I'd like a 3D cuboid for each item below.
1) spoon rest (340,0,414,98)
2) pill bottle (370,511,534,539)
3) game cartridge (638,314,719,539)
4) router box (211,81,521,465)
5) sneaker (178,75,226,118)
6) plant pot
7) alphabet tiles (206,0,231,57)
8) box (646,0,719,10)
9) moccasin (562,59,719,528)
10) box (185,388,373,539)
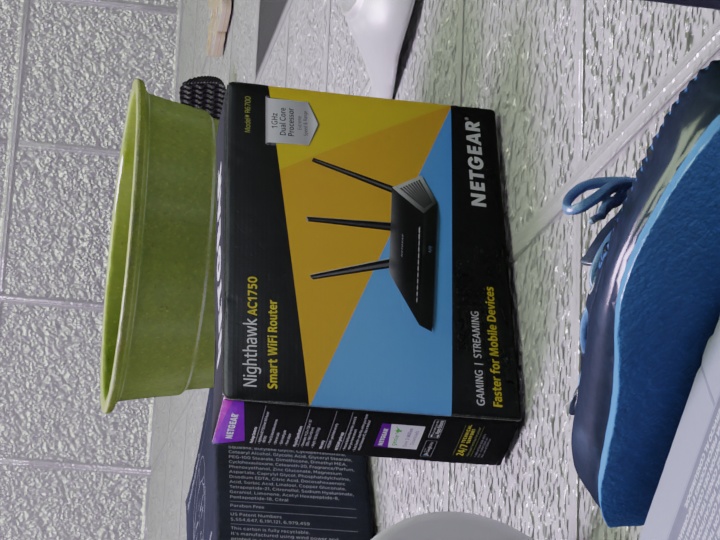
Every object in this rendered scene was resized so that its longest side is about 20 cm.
[{"bbox_3d":[0.005,-0.154,1.430,0.099,0.060,0.200,-101,32,-54],"label":"spoon rest"},{"bbox_3d":[0.025,0.203,0.926,0.200,0.112,0.112,107,165,-51],"label":"pill bottle"},{"bbox_3d":[0.120,0.116,0.655,0.133,0.040,0.200,-92,12,-54],"label":"game cartridge"},{"bbox_3d":[0.000,0.000,1.069,0.051,0.149,0.200,107,164,-52],"label":"router box"},{"bbox_3d":[-0.178,-0.129,2.424,0.090,0.070,0.200,84,-176,-53],"label":"sneaker"},{"bbox_3d":[-0.053,-0.006,1.256,0.200,0.189,0.201,-175,90,-79],"label":"plant pot"},{"bbox_3d":[-0.176,-0.375,2.653,0.196,0.015,0.200,110,163,-54],"label":"alphabet tiles"},{"bbox_3d":[0.124,-0.185,0.588,0.200,0.104,0.183,147,129,-78],"label":"box"},{"bbox_3d":[0.098,0.003,0.695,0.068,0.080,0.200,-110,26,-43],"label":"moccasin"},{"bbox_3d":[-0.058,0.189,1.419,0.200,0.107,0.149,-96,15,-46],"label":"box"}]
